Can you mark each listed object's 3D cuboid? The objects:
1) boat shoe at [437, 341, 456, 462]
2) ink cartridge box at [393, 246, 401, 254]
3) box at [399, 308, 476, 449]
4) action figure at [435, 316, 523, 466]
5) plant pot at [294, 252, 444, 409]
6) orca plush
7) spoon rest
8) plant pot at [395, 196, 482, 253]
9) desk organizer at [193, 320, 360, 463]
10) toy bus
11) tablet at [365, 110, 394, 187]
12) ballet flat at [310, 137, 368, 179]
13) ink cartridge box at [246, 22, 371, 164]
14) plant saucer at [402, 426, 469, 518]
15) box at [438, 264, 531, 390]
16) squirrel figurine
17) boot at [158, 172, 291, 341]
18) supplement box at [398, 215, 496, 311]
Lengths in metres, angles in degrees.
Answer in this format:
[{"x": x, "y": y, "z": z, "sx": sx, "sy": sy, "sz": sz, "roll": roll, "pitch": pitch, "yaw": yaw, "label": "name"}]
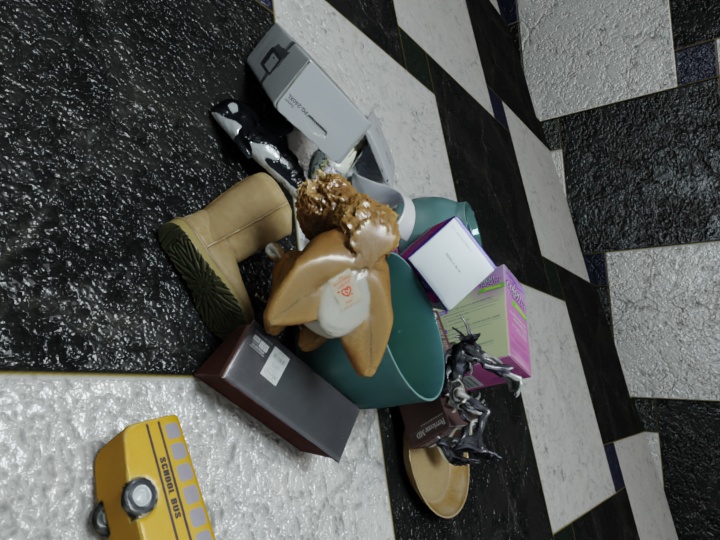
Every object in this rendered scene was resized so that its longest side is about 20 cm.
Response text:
[{"x": 0.157, "y": 0.227, "z": 0.926, "sx": 0.073, "sy": 0.062, "sz": 0.206, "roll": 25, "pitch": 54, "yaw": -49, "label": "boat shoe"}, {"x": 0.006, "y": -0.055, "z": 0.944, "sx": 0.198, "sy": 0.041, "sz": 0.122, "roll": 24, "pitch": 54, "yaw": -45, "label": "ink cartridge box"}, {"x": 0.105, "y": 0.175, "z": 0.865, "sx": 0.074, "sy": 0.100, "sz": 0.204, "roll": 6, "pitch": 53, "yaw": -37, "label": "box"}, {"x": 0.164, "y": 0.172, "z": 0.757, "sx": 0.100, "sy": 0.119, "sz": 0.204, "roll": 20, "pitch": 55, "yaw": -13, "label": "action figure"}, {"x": 0.005, "y": 0.099, "z": 0.737, "sx": 0.201, "sy": 0.158, "sz": 0.204, "roll": 44, "pitch": 34, "yaw": -41, "label": "plant pot"}, {"x": -0.120, "y": -0.179, "z": 0.750, "sx": 0.201, "sy": 0.071, "sz": 0.105, "roll": 49, "pitch": 13, "yaw": 11, "label": "orca plush"}, {"x": 0.045, "y": -0.127, "z": 0.949, "sx": 0.098, "sy": 0.061, "sz": 0.201, "roll": 30, "pitch": 15, "yaw": -37, "label": "spoon rest"}, {"x": 0.168, "y": -0.061, "z": 1.058, "sx": 0.200, "sy": 0.131, "sz": 0.205, "roll": 44, "pitch": 38, "yaw": -48, "label": "plant pot"}, {"x": -0.097, "y": 0.150, "z": 0.640, "sx": 0.200, "sy": 0.076, "sz": 0.073, "roll": 47, "pitch": 55, "yaw": -30, "label": "desk organizer"}, {"x": -0.177, "y": 0.241, "z": 0.466, "sx": 0.078, "sy": 0.065, "sz": 0.203, "roll": 3, "pitch": 57, "yaw": -55, "label": "toy bus"}, {"x": 0.042, "y": -0.242, "z": 1.049, "sx": 0.201, "sy": 0.013, "sz": 0.132, "roll": -77, "pitch": 145, "yaw": -65, "label": "tablet"}, {"x": -0.032, "y": -0.214, "z": 0.946, "sx": 0.073, "sy": 0.071, "sz": 0.202, "roll": 53, "pitch": 37, "yaw": -22, "label": "ballet flat"}, {"x": -0.083, "y": -0.278, "z": 0.820, "sx": 0.144, "sy": 0.083, "sz": 0.201, "roll": 35, "pitch": 16, "yaw": -41, "label": "ink cartridge box"}, {"x": 0.126, "y": 0.320, "z": 0.917, "sx": 0.199, "sy": 0.035, "sz": 0.205, "roll": 32, "pitch": 48, "yaw": -43, "label": "plant saucer"}, {"x": 0.234, "y": 0.120, "z": 1.052, "sx": 0.096, "sy": 0.173, "sz": 0.204, "roll": 38, "pitch": 44, "yaw": -36, "label": "box"}, {"x": -0.042, "y": -0.007, "z": 0.616, "sx": 0.139, "sy": 0.186, "sz": 0.204, "roll": 24, "pitch": 88, "yaw": -24, "label": "squirrel figurine"}, {"x": -0.144, "y": -0.026, "z": 0.692, "sx": 0.178, "sy": 0.065, "sz": 0.200, "roll": 63, "pitch": 32, "yaw": -11, "label": "boot"}, {"x": 0.126, "y": -0.008, "z": 0.863, "sx": 0.102, "sy": 0.103, "sz": 0.200, "roll": 50, "pitch": -4, "yaw": -1, "label": "supplement box"}]
